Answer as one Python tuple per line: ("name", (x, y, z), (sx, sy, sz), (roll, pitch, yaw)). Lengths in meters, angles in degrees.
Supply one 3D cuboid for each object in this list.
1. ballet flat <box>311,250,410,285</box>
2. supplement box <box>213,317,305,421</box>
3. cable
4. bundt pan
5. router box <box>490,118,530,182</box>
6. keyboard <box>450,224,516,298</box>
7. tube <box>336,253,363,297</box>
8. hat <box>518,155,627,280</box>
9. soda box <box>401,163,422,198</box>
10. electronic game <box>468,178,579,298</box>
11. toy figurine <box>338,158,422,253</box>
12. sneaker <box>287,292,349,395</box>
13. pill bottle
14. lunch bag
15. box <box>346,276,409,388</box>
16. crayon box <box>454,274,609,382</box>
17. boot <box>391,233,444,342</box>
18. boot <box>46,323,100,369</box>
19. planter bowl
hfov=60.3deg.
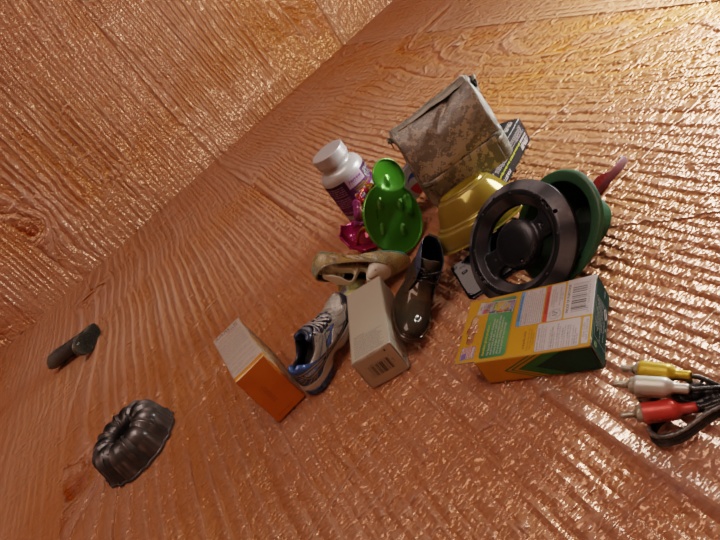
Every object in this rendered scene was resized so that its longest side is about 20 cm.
("ballet flat", (0.000, 0.000, 1.224), (0.197, 0.071, 0.071), (1, 37, 5))
("supplement box", (-0.197, 0.185, 1.190), (0.074, 0.126, 0.200), (-44, 29, -7))
("cable", (0.370, 0.129, 0.648), (0.199, 0.050, 0.098), (-18, 38, 37))
("bundt pan", (-0.511, 0.369, 1.368), (0.201, 0.076, 0.203), (-30, 30, 19))
("router box", (0.248, -0.220, 1.294), (0.149, 0.062, 0.201), (-5, 43, 46))
("keyboard", (0.253, -0.035, 1.066), (0.199, 0.040, 0.105), (-34, 51, 10))
("tube", (-0.021, 0.023, 1.298), (0.200, 0.057, 0.052), (-107, 27, -63))
("hat", (0.368, -0.070, 0.974), (0.166, 0.174, 0.202), (53, 129, 48))
("soda box", (0.125, -0.212, 1.351), (0.200, 0.063, 0.068), (-51, 7, 32))
("electronic game", (0.247, -0.040, 0.958), (0.199, 0.041, 0.203), (-8, 80, 49))
("toy figurine", (0.018, -0.118, 1.337), (0.149, 0.203, 0.183), (-3, -7, -33))
("sneaker", (-0.075, 0.121, 1.143), (0.077, 0.085, 0.202), (-10, 51, 43))
("pill bottle", (-0.022, -0.203, 1.456), (0.112, 0.200, 0.113), (-29, 29, 19))
("lunch bag", (0.169, -0.253, 1.184), (0.199, 0.168, 0.140), (-34, 35, 12))
("box", (0.027, 0.104, 1.092), (0.082, 0.069, 0.201), (-31, 29, 16))
("crayon box", (0.240, 0.086, 0.871), (0.199, 0.052, 0.126), (-15, 36, 38))
("boot", (0.099, 0.025, 1.066), (0.074, 0.098, 0.201), (12, 42, 3))
("boot", (-0.993, 0.274, 2.109), (0.199, 0.073, 0.182), (-28, 16, 9))
("planter bowl", (0.202, -0.118, 1.118), (0.200, 0.084, 0.200), (-36, 9, 6))
